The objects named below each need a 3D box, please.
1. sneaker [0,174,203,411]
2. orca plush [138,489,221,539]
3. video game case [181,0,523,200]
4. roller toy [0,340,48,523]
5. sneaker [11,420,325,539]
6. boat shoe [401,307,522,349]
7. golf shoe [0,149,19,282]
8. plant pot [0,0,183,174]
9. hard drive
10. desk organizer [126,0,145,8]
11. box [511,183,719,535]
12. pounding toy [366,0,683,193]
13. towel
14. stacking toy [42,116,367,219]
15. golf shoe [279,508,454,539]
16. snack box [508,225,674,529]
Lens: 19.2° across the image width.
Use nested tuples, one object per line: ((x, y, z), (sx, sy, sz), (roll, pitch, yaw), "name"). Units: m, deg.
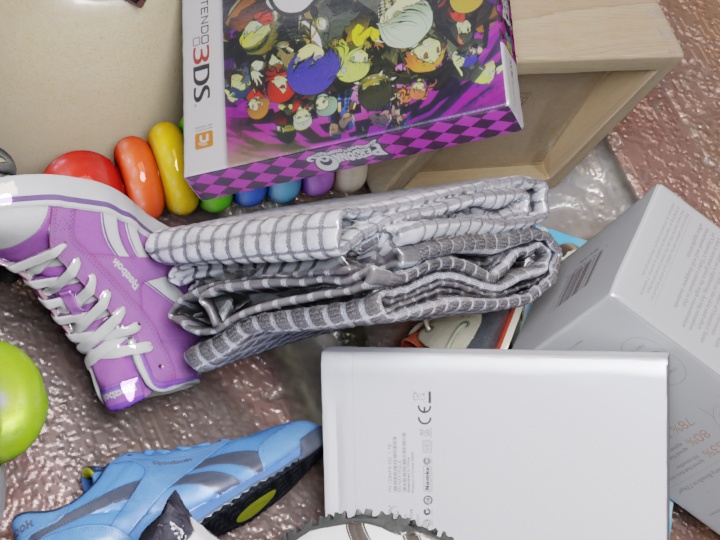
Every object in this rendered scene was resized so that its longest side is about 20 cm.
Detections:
((-0.153, 0.018, 1.230), (0.200, 0.073, 0.115), (25, 54, -49), "sneaker")
((-0.064, 0.220, 1.183), (0.200, 0.071, 0.105), (44, 13, -28), "orca plush")
((-0.010, -0.144, 1.258), (0.200, 0.036, 0.182), (-11, 61, 15), "video game case")
((-0.286, 0.101, 1.146), (0.200, 0.140, 0.183), (24, 62, 7), "roller toy")
((-0.108, 0.124, 1.235), (0.200, 0.066, 0.078), (-28, 69, -29), "sneaker")
((0.052, 0.061, 1.323), (0.062, 0.071, 0.200), (23, 61, -1), "boat shoe")
((-0.288, -0.018, 1.238), (0.200, 0.078, 0.095), (-13, 60, -22), "golf shoe")
((-0.179, -0.167, 1.338), (0.200, 0.135, 0.201), (8, 58, -14), "plant pot")
((0.078, 0.111, 1.234), (0.200, 0.027, 0.132), (1, 99, 13), "hard drive")
((-0.119, -0.243, 1.201), (0.072, 0.200, 0.077), (27, 59, -2), "desk organizer")
((0.209, 0.063, 1.290), (0.200, 0.124, 0.098), (37, 52, -10), "box")
((0.061, -0.137, 1.385), (0.184, 0.200, 0.142), (-5, 62, -37), "pounding toy")
((0.000, 0.000, 1.249), (0.200, 0.165, 0.086), (-13, 95, -51), "towel")
((-0.101, -0.068, 1.311), (0.200, 0.085, 0.086), (-14, 66, -10), "stacking toy")
((0.038, 0.195, 1.183), (0.200, 0.078, 0.095), (10, 56, 19), "golf shoe")
((0.147, 0.076, 1.359), (0.116, 0.037, 0.200), (17, 58, -10), "snack box")
